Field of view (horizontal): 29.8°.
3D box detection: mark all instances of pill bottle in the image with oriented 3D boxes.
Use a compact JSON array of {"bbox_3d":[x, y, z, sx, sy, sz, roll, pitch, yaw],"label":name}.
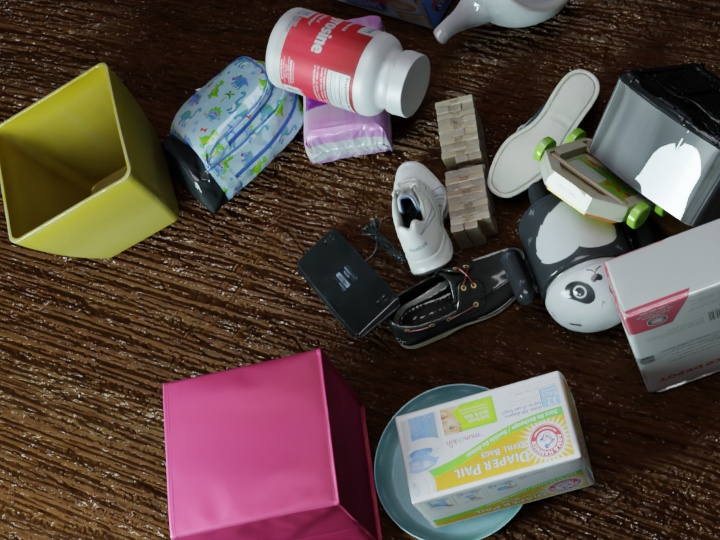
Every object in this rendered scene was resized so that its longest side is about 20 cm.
[{"bbox_3d":[-0.015,-0.270,1.787,0.200,0.112,0.112,20,72,21],"label":"pill bottle"}]

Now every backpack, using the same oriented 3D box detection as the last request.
[{"bbox_3d":[-0.173,-0.200,1.888,0.200,0.154,0.163,-30,38,-11],"label":"backpack"}]

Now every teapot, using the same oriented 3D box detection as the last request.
[{"bbox_3d":[0.196,-0.424,1.859,0.146,0.200,0.198,-3,97,59],"label":"teapot"}]

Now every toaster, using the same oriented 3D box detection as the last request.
[{"bbox_3d":[0.389,-0.153,1.585,0.181,0.200,0.119,41,125,30],"label":"toaster"}]

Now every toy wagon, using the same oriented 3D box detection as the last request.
[{"bbox_3d":[0.306,-0.115,1.630,0.155,0.200,0.040,39,126,26],"label":"toy wagon"}]

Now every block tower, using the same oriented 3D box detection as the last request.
[{"bbox_3d":[0.140,-0.131,1.783,0.054,0.058,0.200,-12,63,13],"label":"block tower"}]

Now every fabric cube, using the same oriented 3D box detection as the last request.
[{"bbox_3d":[-0.102,0.233,1.601,0.199,0.200,0.196,-15,60,10],"label":"fabric cube"}]

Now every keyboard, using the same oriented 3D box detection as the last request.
[{"bbox_3d":[0.000,0.000,1.752,0.127,0.021,0.200,-43,40,2],"label":"keyboard"}]

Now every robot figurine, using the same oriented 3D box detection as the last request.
[{"bbox_3d":[0.264,-0.022,1.641,0.150,0.125,0.200,-43,50,38],"label":"robot figurine"}]

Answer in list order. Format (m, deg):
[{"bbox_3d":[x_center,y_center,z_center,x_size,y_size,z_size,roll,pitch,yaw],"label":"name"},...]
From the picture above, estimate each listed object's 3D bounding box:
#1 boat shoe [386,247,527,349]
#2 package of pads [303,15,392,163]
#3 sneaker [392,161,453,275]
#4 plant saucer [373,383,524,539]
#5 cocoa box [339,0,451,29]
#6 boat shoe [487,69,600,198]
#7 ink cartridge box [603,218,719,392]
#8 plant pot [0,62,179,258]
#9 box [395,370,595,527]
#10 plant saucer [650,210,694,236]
[{"bbox_3d":[0.126,0.029,1.704,0.201,0.063,0.074,-29,56,2],"label":"boat shoe"},{"bbox_3d":[-0.020,-0.251,1.886,0.120,0.076,0.200,-7,63,11],"label":"package of pads"},{"bbox_3d":[0.075,-0.085,1.748,0.074,0.087,0.200,-23,38,11],"label":"sneaker"},{"bbox_3d":[0.115,0.234,1.624,0.200,0.027,0.200,-8,63,16],"label":"plant saucer"},{"bbox_3d":[0.038,-0.454,1.935,0.200,0.131,0.133,22,74,27],"label":"cocoa box"},{"bbox_3d":[0.239,-0.173,1.762,0.075,0.062,0.200,33,87,14],"label":"boat shoe"},{"bbox_3d":[0.368,0.044,1.528,0.145,0.200,0.085,-21,54,8],"label":"ink cartridge box"},{"bbox_3d":[-0.365,-0.128,1.877,0.200,0.176,0.200,-27,58,16],"label":"plant pot"},{"bbox_3d":[0.155,0.206,1.548,0.200,0.101,0.113,-18,60,10],"label":"box"},{"bbox_3d":[0.449,-0.120,1.679,0.200,0.037,0.200,-8,62,15],"label":"plant saucer"}]
